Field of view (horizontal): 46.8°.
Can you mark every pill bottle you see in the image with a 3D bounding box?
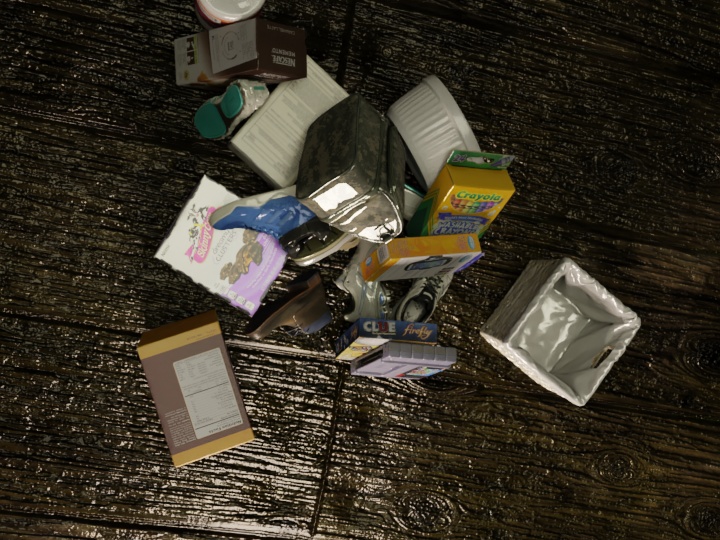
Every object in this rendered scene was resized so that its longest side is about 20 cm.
[{"bbox_3d":[-0.215,-0.445,1.362,0.113,0.200,0.115,-1,94,-12],"label":"pill bottle"}]

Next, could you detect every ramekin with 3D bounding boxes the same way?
[{"bbox_3d":[0.126,-0.227,1.454,0.105,0.200,0.201,-29,99,2],"label":"ramekin"}]

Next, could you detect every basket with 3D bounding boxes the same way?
[{"bbox_3d":[0.364,0.107,1.537,0.200,0.161,0.199,38,85,-11],"label":"basket"}]

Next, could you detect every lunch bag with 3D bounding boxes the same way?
[{"bbox_3d":[0.003,-0.158,1.336,0.139,0.201,0.168,-27,131,30],"label":"lunch bag"}]

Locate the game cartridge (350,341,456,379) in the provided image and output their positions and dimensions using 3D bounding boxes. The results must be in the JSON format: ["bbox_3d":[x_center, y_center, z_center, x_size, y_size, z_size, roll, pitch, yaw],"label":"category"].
[{"bbox_3d":[0.073,0.162,1.455,0.129,0.200,0.039,11,72,-16],"label":"game cartridge"}]

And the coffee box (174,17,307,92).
[{"bbox_3d":[-0.197,-0.347,1.360,0.114,0.199,0.080,-6,95,-49],"label":"coffee box"}]

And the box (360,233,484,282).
[{"bbox_3d":[0.113,-0.023,1.431,0.198,0.119,0.042,-7,73,-26],"label":"box"}]

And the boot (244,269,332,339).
[{"bbox_3d":[-0.115,0.086,1.444,0.200,0.074,0.097,-43,113,-44],"label":"boot"}]

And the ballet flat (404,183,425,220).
[{"bbox_3d":[0.114,-0.111,1.514,0.199,0.069,0.070,21,89,-24],"label":"ballet flat"}]

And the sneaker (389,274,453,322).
[{"bbox_3d":[0.125,0.040,1.520,0.075,0.088,0.201,30,85,-10],"label":"sneaker"}]

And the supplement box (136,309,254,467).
[{"bbox_3d":[-0.274,0.189,1.387,0.132,0.197,0.202,-17,96,-10],"label":"supplement box"}]

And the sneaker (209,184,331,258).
[{"bbox_3d":[-0.145,-0.069,1.371,0.198,0.077,0.112,-15,86,1],"label":"sneaker"}]

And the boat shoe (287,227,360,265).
[{"bbox_3d":[-0.031,-0.066,1.437,0.199,0.075,0.069,-34,142,-4],"label":"boat shoe"}]

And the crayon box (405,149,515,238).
[{"bbox_3d":[0.175,-0.115,1.422,0.125,0.200,0.052,1,52,-25],"label":"crayon box"}]

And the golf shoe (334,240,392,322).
[{"bbox_3d":[0.000,0.000,1.500,0.096,0.078,0.202,-6,93,-5],"label":"golf shoe"}]

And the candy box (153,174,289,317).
[{"bbox_3d":[-0.231,-0.043,1.447,0.199,0.072,0.169,32,87,-13],"label":"candy box"}]

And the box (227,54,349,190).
[{"bbox_3d":[-0.118,-0.250,1.441,0.128,0.109,0.200,42,85,-12],"label":"box"}]

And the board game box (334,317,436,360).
[{"bbox_3d":[0.040,0.125,1.449,0.134,0.200,0.035,6,73,-12],"label":"board game box"}]

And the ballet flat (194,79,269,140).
[{"bbox_3d":[-0.210,-0.268,1.389,0.071,0.199,0.072,5,81,-33],"label":"ballet flat"}]
